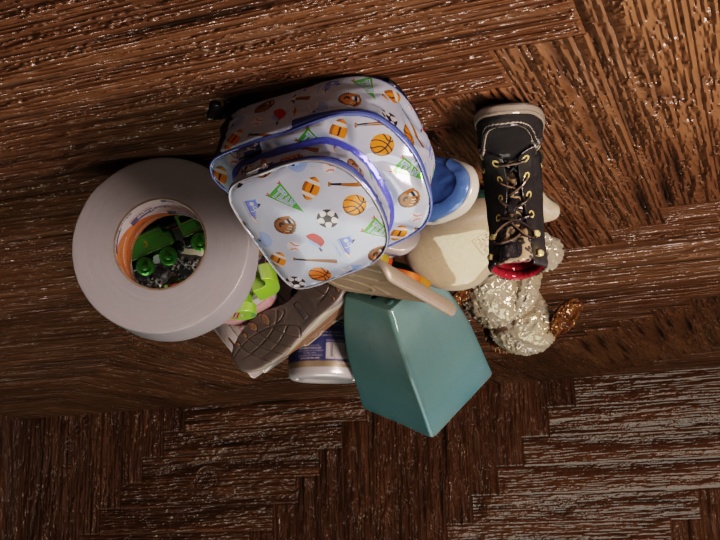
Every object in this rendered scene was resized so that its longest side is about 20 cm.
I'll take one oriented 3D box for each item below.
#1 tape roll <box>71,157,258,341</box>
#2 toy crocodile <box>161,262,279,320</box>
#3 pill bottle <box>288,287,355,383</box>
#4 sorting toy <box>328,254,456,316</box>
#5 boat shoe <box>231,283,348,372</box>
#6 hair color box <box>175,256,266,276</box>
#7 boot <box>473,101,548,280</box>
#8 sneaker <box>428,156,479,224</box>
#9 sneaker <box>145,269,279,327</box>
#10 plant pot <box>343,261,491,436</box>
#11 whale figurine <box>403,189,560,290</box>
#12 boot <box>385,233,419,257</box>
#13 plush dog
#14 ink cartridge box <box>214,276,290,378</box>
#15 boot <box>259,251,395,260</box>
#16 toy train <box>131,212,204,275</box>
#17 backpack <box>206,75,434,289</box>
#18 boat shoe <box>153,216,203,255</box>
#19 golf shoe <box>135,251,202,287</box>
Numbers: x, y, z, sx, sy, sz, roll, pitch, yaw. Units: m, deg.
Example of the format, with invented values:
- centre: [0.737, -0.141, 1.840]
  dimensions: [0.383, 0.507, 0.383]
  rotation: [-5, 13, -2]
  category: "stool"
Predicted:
- centre: [-0.218, -0.023, 1.193]
  dimensions: [0.200, 0.201, 0.066]
  rotation: [-3, 167, 5]
  category: "tape roll"
- centre: [-0.200, 0.031, 1.413]
  dimensions: [0.199, 0.068, 0.062]
  rotation: [-8, 158, 15]
  category: "toy crocodile"
- centre: [-0.050, 0.063, 1.562]
  dimensions: [0.111, 0.201, 0.111]
  rotation: [1, 168, 0]
  category: "pill bottle"
- centre: [0.000, 0.000, 1.302]
  dimensions: [0.200, 0.037, 0.185]
  rotation: [13, 171, 34]
  category: "sorting toy"
- centre: [-0.088, 0.078, 1.473]
  dimensions: [0.200, 0.076, 0.072]
  rotation: [-35, 155, 9]
  category: "boat shoe"
- centre: [-0.207, -0.009, 1.550]
  dimensions: [0.101, 0.061, 0.200]
  rotation: [3, 166, -19]
  category: "hair color box"
- centre: [0.159, -0.079, 1.104]
  dimensions: [0.073, 0.151, 0.200]
  rotation: [-3, 167, 6]
  category: "boot"
- centre: [0.020, -0.095, 1.132]
  dimensions: [0.200, 0.077, 0.111]
  rotation: [11, -178, 40]
  category: "sneaker"
- centre: [-0.209, 0.050, 1.499]
  dimensions: [0.200, 0.076, 0.105]
  rotation: [-10, 159, 12]
  category: "sneaker"
- centre: [0.067, 0.094, 1.467]
  dimensions: [0.141, 0.141, 0.200]
  rotation: [17, 138, 43]
  category: "plant pot"
- centre: [0.146, -0.062, 1.329]
  dimensions: [0.200, 0.104, 0.159]
  rotation: [-31, 122, 22]
  category: "whale figurine"
- centre: [-0.034, -0.058, 1.272]
  dimensions: [0.200, 0.073, 0.090]
  rotation: [23, 160, -14]
  category: "boot"
- centre: [0.216, 0.051, 1.528]
  dimensions: [0.172, 0.161, 0.200]
  rotation: [49, 144, -16]
  category: "plush dog"
- centre: [-0.138, 0.080, 1.639]
  dimensions: [0.067, 0.117, 0.200]
  rotation: [-41, 177, 24]
  category: "ink cartridge box"
- centre: [-0.076, -0.032, 1.416]
  dimensions: [0.200, 0.066, 0.175]
  rotation: [10, 169, -31]
  category: "boot"
- centre: [-0.188, -0.055, 1.257]
  dimensions: [0.200, 0.057, 0.042]
  rotation: [-25, -166, -2]
  category: "toy train"
- centre: [-0.027, -0.088, 1.003]
  dimensions: [0.190, 0.154, 0.200]
  rotation: [-24, 128, 16]
  category: "backpack"
- centre: [-0.262, -0.060, 1.341]
  dimensions: [0.201, 0.074, 0.063]
  rotation: [1, 127, 30]
  category: "boat shoe"
- centre: [-0.223, -0.028, 1.381]
  dimensions: [0.200, 0.095, 0.078]
  rotation: [7, 146, 32]
  category: "golf shoe"
